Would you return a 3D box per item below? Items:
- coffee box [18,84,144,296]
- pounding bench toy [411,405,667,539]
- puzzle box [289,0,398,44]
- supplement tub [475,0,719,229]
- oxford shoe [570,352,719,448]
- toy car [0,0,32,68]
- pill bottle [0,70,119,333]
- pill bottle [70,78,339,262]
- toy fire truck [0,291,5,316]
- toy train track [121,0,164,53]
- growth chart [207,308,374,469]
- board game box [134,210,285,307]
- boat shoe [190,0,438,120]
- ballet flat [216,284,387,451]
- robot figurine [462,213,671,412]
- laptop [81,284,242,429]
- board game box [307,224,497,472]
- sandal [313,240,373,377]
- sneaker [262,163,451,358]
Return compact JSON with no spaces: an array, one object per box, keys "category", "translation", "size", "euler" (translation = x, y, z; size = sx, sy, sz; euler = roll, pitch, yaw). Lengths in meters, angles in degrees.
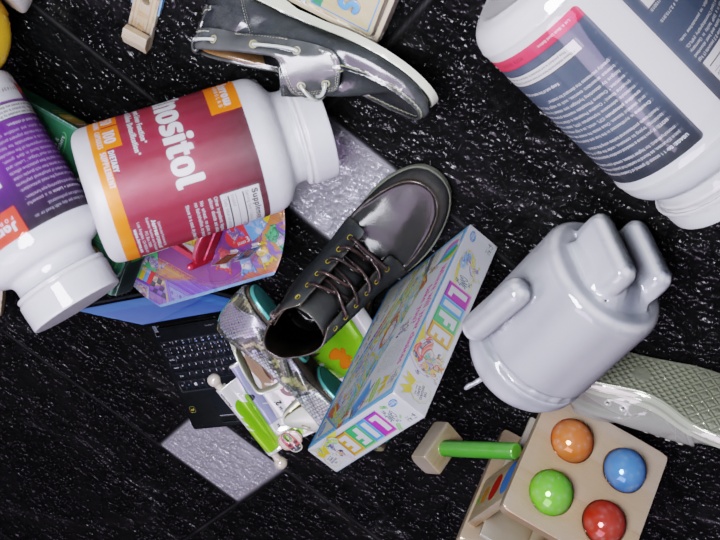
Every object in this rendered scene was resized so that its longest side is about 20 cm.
[{"category":"coffee box","translation":[-0.272,-0.078,1.109],"size":[0.199,0.044,0.124],"euler":[27,105,13]},{"category":"pounding bench toy","translation":[0.156,0.193,1.156],"size":[0.199,0.125,0.156],"euler":[29,153,0]},{"category":"puzzle box","translation":[-0.013,-0.268,0.888],"size":[0.132,0.026,0.201],"euler":[26,139,2]},{"category":"supplement tub","translation":[0.187,-0.138,0.820],"size":[0.200,0.141,0.140],"euler":[41,137,-14]},{"category":"oxford shoe","translation":[0.270,0.120,1.085],"size":[0.198,0.075,0.058],"euler":[17,132,24]},{"category":"toy car","translation":[-0.383,-0.238,1.046],"size":[0.200,0.175,0.150],"euler":[44,173,-18]},{"category":"pill bottle","translation":[-0.288,-0.054,1.033],"size":[0.111,0.111,0.201],"euler":[-32,90,45]},{"category":"pill bottle","translation":[-0.124,-0.088,1.005],"size":[0.198,0.113,0.114],"euler":[-19,132,-8]},{"category":"toy fire truck","translation":[-0.341,-0.027,1.256],"size":[0.175,0.129,0.200],"euler":[28,157,7]},{"category":"toy train track","translation":[-0.166,-0.246,0.988],"size":[0.114,0.033,0.201],"euler":[28,140,1]},{"category":"growth chart","translation":[-0.053,0.100,1.192],"size":[0.199,0.018,0.145],"euler":[-33,108,28]},{"category":"board game box","translation":[-0.165,-0.050,1.118],"size":[0.198,0.039,0.159],"euler":[-15,98,26]},{"category":"boat shoe","translation":[-0.036,-0.158,0.965],"size":[0.199,0.068,0.072],"euler":[25,170,6]},{"category":"ballet flat","translation":[-0.059,0.103,1.142],"size":[0.201,0.072,0.072],"euler":[48,136,-9]},{"category":"robot figurine","translation":[0.165,0.040,1.020],"size":[0.168,0.114,0.200],"euler":[11,136,-32]},{"category":"laptop","translation":[-0.172,0.094,1.274],"size":[0.176,0.103,0.202],"euler":[-9,110,36]},{"category":"board game box","translation":[0.038,0.065,1.061],"size":[0.034,0.201,0.134],"euler":[38,139,-11]},{"category":"sandal","translation":[-0.030,0.042,1.193],"size":[0.081,0.055,0.201],"euler":[19,124,2]},{"category":"sneaker","translation":[0.000,0.000,1.054],"size":[0.075,0.106,0.200],"euler":[41,116,-4]}]
